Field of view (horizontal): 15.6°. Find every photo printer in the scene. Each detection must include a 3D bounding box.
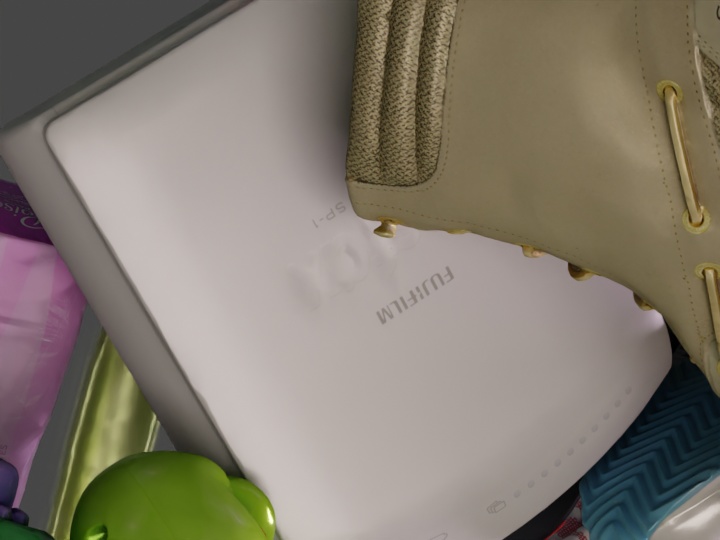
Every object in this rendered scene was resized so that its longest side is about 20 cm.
[{"bbox_3d":[0.000,0.000,0.857,0.166,0.069,0.200,-32,101,-17],"label":"photo printer"}]

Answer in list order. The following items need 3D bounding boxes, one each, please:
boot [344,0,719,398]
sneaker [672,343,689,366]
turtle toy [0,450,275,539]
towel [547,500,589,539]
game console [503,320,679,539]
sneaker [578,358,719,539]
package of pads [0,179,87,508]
[{"bbox_3d":[0.078,-0.008,0.791,0.155,0.073,0.200,6,129,21],"label":"boot"},{"bbox_3d":[0.144,0.111,1.000,0.082,0.070,0.200,-11,113,-33],"label":"sneaker"},{"bbox_3d":[-0.120,0.112,0.814,0.200,0.101,0.146,-14,117,20],"label":"turtle toy"},{"bbox_3d":[0.038,0.176,0.954,0.030,0.200,0.147,15,109,25],"label":"towel"},{"bbox_3d":[0.027,-0.017,0.915,0.200,0.031,0.177,37,84,-17],"label":"game console"},{"bbox_3d":[0.158,0.057,0.914,0.200,0.076,0.081,-31,111,-33],"label":"sneaker"},{"bbox_3d":[-0.175,0.059,0.889,0.120,0.076,0.200,15,104,-23],"label":"package of pads"}]
